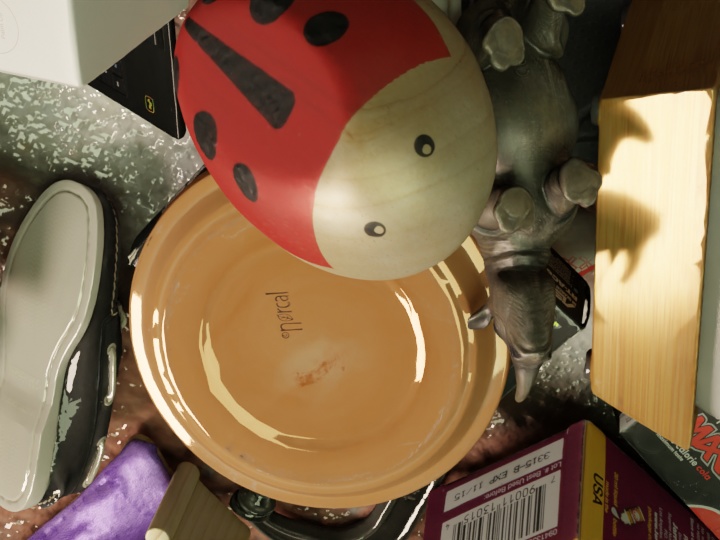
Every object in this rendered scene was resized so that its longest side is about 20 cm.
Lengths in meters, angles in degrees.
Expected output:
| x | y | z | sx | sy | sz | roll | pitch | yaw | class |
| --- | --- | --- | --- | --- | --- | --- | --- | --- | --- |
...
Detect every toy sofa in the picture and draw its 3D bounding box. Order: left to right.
| x | y | z | sx | sy | sz | roll | pitch | yaw | class |
| --- | --- | --- | --- | --- | --- | --- | --- | --- | --- |
| -0.171 | 0.200 | 1.091 | 0.200 | 0.083 | 0.098 | -39 | 102 | 22 | toy sofa |

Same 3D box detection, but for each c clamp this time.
| x | y | z | sx | sy | sz | roll | pitch | yaw | class |
| --- | --- | --- | --- | --- | --- | --- | --- | --- | --- |
| -0.019 | 0.098 | 1.089 | 0.170 | 0.027 | 0.201 | 11 | 120 | -17 | c clamp |

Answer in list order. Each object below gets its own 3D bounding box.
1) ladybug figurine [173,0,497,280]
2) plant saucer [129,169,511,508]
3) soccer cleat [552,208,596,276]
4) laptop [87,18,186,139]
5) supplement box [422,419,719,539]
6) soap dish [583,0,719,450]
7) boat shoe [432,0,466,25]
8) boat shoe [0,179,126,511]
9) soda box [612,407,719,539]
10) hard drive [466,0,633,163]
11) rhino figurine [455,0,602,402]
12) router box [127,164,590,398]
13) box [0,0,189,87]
| x | y | z | sx | sy | sz | roll | pitch | yaw | class |
| --- | --- | --- | --- | --- | --- | --- | --- | --- | --- |
| -0.023 | -0.076 | 0.808 | 0.072 | 0.200 | 0.136 | 10 | 111 | -48 | ladybug figurine |
| -0.022 | 0.033 | 0.906 | 0.199 | 0.032 | 0.201 | 4 | 112 | 9 | plant saucer |
| 0.043 | -0.026 | 0.991 | 0.199 | 0.069 | 0.086 | -2 | 126 | 3 | soccer cleat |
| -0.187 | -0.162 | 0.874 | 0.103 | 0.200 | 0.178 | -25 | 128 | -31 | laptop |
| 0.147 | 0.202 | 1.089 | 0.131 | 0.104 | 0.200 | -29 | 123 | 32 | supplement box |
| 0.162 | -0.037 | 0.894 | 0.081 | 0.158 | 0.201 | 6 | 123 | 14 | soap dish |
| 0.031 | -0.172 | 0.856 | 0.074 | 0.062 | 0.201 | 0 | 121 | -2 | boat shoe |
| -0.167 | 0.044 | 1.025 | 0.060 | 0.074 | 0.201 | -5 | 112 | -48 | boat shoe |
| 0.235 | 0.124 | 1.092 | 0.071 | 0.063 | 0.200 | -36 | 116 | 18 | soda box |
| 0.101 | -0.127 | 0.945 | 0.199 | 0.042 | 0.136 | 6 | 121 | -6 | hard drive |
| 0.075 | -0.038 | 0.832 | 0.059 | 0.087 | 0.201 | -3 | 95 | -11 | rhino figurine |
| 0.000 | 0.000 | 0.940 | 0.200 | 0.062 | 0.150 | 43 | 114 | -9 | router box |
| -0.189 | -0.173 | 0.798 | 0.199 | 0.098 | 0.125 | 14 | 125 | 21 | box |
